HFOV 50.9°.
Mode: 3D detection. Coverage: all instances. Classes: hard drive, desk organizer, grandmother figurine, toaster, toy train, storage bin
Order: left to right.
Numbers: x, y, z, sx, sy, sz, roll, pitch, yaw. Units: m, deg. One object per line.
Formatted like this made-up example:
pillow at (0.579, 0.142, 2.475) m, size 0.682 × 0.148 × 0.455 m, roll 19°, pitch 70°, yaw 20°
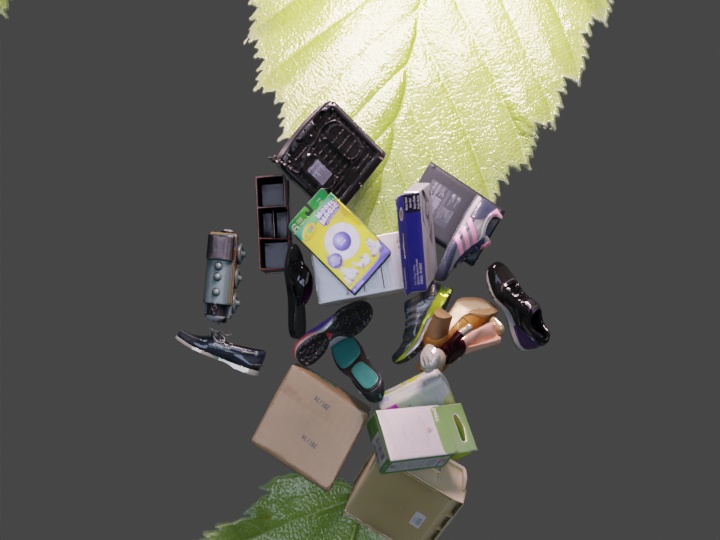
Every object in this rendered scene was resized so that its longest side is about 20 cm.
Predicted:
toy train at (-0.296, 0.011, 1.608) m, size 0.083 × 0.114 × 0.207 m, roll 6°, pitch 86°, yaw 1°
desk organizer at (-0.187, -0.099, 1.633) m, size 0.069 × 0.077 × 0.207 m, roll -3°, pitch 86°, yaw 0°
toaster at (-0.074, -0.241, 1.606) m, size 0.199 × 0.118 × 0.182 m, roll 41°, pitch 86°, yaw -16°
storage bin at (0.092, 0.451, 1.538) m, size 0.195 × 0.094 × 0.203 m, roll 29°, pitch 123°, yaw 2°
hard drive at (0.200, -0.123, 1.656) m, size 0.197 × 0.033 × 0.142 m, roll 33°, pitch 87°, yaw 2°
grandmother figurine at (0.203, 0.154, 1.534) m, size 0.196 × 0.124 × 0.061 m, roll -20°, pitch 46°, yaw -27°

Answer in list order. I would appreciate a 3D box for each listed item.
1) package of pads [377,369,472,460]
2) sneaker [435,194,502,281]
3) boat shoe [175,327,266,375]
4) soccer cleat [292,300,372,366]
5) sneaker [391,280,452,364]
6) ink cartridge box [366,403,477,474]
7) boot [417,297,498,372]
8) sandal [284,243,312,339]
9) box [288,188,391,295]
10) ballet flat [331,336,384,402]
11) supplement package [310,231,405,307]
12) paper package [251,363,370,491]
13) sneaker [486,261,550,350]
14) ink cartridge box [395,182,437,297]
package of pads at (0.137, 0.319, 1.578) m, size 0.151 × 0.068 × 0.204 m, roll -25°, pitch 110°, yaw -1°
sneaker at (0.230, -0.056, 1.601) m, size 0.081 × 0.070 × 0.203 m, roll 29°, pitch 89°, yaw 5°
boat shoe at (-0.298, 0.162, 1.618) m, size 0.195 × 0.075 × 0.063 m, roll 23°, pitch 88°, yaw 0°
soccer cleat at (-0.063, 0.127, 1.614) m, size 0.198 × 0.073 × 0.069 m, roll -36°, pitch 107°, yaw -13°
sneaker at (0.120, 0.109, 1.631) m, size 0.080 × 0.074 × 0.203 m, roll 31°, pitch 83°, yaw 16°
ink cartridge box at (0.119, 0.325, 1.470) m, size 0.195 × 0.060 × 0.106 m, roll 0°, pitch 52°, yaw -26°
boot at (0.204, 0.142, 1.620) m, size 0.197 × 0.071 × 0.147 m, roll -9°, pitch 125°, yaw -38°
sandal at (-0.126, 0.044, 1.625) m, size 0.047 × 0.075 × 0.207 m, roll -2°, pitch 95°, yaw 22°
box at (-0.044, -0.062, 1.528) m, size 0.200 × 0.048 × 0.118 m, roll 43°, pitch 86°, yaw 6°
ballet flat at (-0.004, 0.208, 1.590) m, size 0.071 × 0.200 × 0.075 m, roll -13°, pitch 124°, yaw -22°
supplement package at (0.000, 0.000, 1.604) m, size 0.194 × 0.121 × 0.124 m, roll -10°, pitch 85°, yaw 0°
paper package at (-0.101, 0.325, 1.593) m, size 0.197 × 0.103 × 0.194 m, roll 30°, pitch 85°, yaw 3°
sneaker at (0.344, 0.067, 1.607) m, size 0.075 × 0.087 × 0.204 m, roll -27°, pitch 90°, yaw -30°
ink cartridge box at (0.118, -0.067, 1.543) m, size 0.039 × 0.200 × 0.206 m, roll -2°, pitch 104°, yaw 16°
